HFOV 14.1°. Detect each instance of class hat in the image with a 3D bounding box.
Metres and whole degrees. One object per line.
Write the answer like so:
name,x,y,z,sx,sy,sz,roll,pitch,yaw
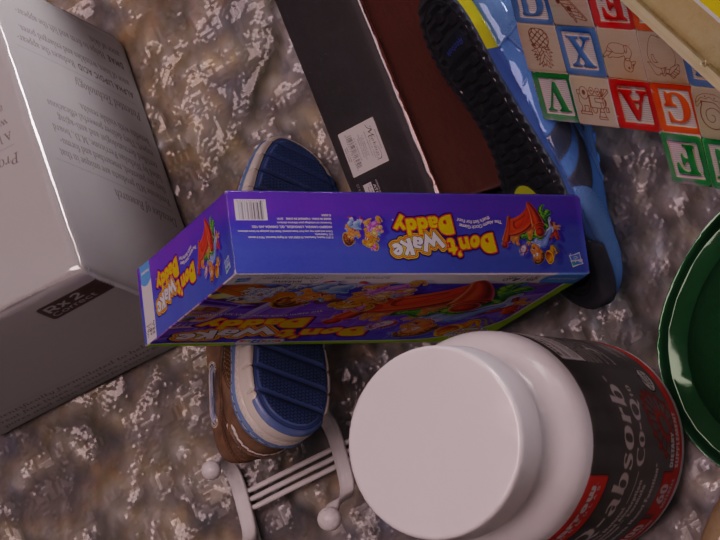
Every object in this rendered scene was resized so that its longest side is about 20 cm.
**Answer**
hat,0.215,0.008,1.457,0.166,0.176,0.200,39,96,24

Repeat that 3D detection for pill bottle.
pill bottle,0.080,0.090,1.484,0.116,0.200,0.116,-2,86,27

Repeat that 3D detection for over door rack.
over door rack,0.004,0.163,1.585,0.148,0.067,0.200,-27,69,18

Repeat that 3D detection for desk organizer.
desk organizer,0.018,-0.125,1.631,0.072,0.077,0.200,-27,83,52

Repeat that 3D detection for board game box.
board game box,0.000,0.000,1.525,0.134,0.200,0.045,144,122,-61

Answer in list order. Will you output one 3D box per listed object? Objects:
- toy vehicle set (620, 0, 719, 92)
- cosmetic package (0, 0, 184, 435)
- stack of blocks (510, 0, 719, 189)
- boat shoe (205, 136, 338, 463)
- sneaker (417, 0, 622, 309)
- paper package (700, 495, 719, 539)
toy vehicle set,0.177,-0.163,1.376,0.200,0.026,0.124,48,124,34
cosmetic package,-0.213,-0.035,1.670,0.165,0.165,0.200,-26,69,18
stack of blocks,0.175,-0.106,1.477,0.200,0.059,0.115,10,124,47
boat shoe,-0.059,0.016,1.628,0.072,0.072,0.200,-36,38,42
sneaker,0.107,-0.079,1.587,0.200,0.078,0.066,65,151,4
paper package,0.262,0.148,1.382,0.200,0.191,0.104,25,90,10
